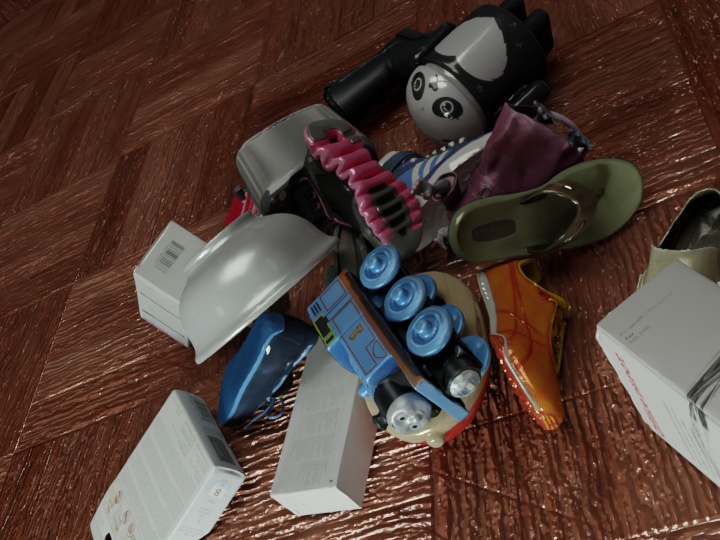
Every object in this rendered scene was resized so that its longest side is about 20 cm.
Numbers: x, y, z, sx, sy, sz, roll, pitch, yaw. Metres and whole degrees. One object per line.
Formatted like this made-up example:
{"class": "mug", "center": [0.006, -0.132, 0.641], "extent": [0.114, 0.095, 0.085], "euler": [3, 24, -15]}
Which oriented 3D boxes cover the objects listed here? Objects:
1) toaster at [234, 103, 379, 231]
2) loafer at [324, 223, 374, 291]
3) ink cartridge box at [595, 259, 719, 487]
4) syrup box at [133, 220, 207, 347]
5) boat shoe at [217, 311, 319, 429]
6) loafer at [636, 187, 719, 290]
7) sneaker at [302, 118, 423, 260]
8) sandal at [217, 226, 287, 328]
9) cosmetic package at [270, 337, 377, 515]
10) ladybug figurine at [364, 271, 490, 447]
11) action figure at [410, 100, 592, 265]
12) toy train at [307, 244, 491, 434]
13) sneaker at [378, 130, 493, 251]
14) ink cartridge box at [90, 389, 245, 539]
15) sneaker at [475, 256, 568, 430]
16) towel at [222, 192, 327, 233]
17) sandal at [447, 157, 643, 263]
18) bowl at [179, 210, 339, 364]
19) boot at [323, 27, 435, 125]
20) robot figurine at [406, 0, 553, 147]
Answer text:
{"class": "toaster", "center": [-0.064, -0.133, 1.123], "extent": [0.200, 0.114, 0.129], "euler": [-33, 49, -10]}
{"class": "loafer", "center": [0.000, 0.000, 0.988], "extent": [0.063, 0.072, 0.200], "euler": [-7, 26, 7]}
{"class": "ink cartridge box", "center": [0.271, 0.103, 0.586], "extent": [0.086, 0.147, 0.200], "euler": [-39, 37, -1]}
{"class": "syrup box", "center": [-0.224, 0.022, 1.075], "extent": [0.079, 0.081, 0.200], "euler": [-57, 1, -21]}
{"class": "boat shoe", "center": [-0.102, 0.120, 0.934], "extent": [0.200, 0.068, 0.084], "euler": [131, 143, -51]}
{"class": "loafer", "center": [0.273, 0.010, 0.743], "extent": [0.076, 0.068, 0.200], "euler": [4, 56, 44]}
{"class": "sneaker", "center": [-0.004, -0.078, 0.986], "extent": [0.079, 0.096, 0.200], "euler": [-17, 59, -35]}
{"class": "sandal", "center": [-0.148, 0.016, 1.110], "extent": [0.054, 0.080, 0.200], "euler": [-56, 36, 22]}
{"class": "cosmetic package", "center": [-0.024, 0.145, 0.885], "extent": [0.082, 0.051, 0.200], "euler": [-18, 42, 34]}
{"class": "ladybug figurine", "center": [0.068, 0.090, 0.841], "extent": [0.135, 0.072, 0.200], "euler": [-23, 40, 23]}
{"class": "action figure", "center": [0.139, -0.093, 0.929], "extent": [0.200, 0.134, 0.149], "euler": [-48, 5, 23]}
{"class": "toy train", "center": [0.033, 0.062, 0.775], "extent": [0.114, 0.087, 0.200], "euler": [-47, 38, 9]}
{"class": "sneaker", "center": [0.086, -0.125, 1.032], "extent": [0.200, 0.081, 0.147], "euler": [-41, 42, 12]}
{"class": "ink cartridge box", "center": [-0.220, 0.257, 0.967], "extent": [0.200, 0.047, 0.160], "euler": [-58, 36, 7]}
{"class": "sneaker", "center": [0.158, 0.056, 0.800], "extent": [0.077, 0.073, 0.200], "euler": [-19, 44, 11]}
{"class": "towel", "center": [-0.119, -0.075, 1.216], "extent": [0.199, 0.022, 0.145], "euler": [-12, 47, 33]}
{"class": "sandal", "center": [0.184, -0.050, 0.837], "extent": [0.200, 0.080, 0.057], "euler": [-19, 9, -7]}
{"class": "bowl", "center": [-0.125, 0.001, 0.926], "extent": [0.201, 0.090, 0.201], "euler": [-40, 5, 4]}
{"class": "boot", "center": [0.041, -0.260, 1.211], "extent": [0.168, 0.076, 0.200], "euler": [-39, 30, -3]}
{"class": "robot figurine", "center": [0.146, -0.243, 1.063], "extent": [0.200, 0.125, 0.150], "euler": [-44, 21, -5]}
